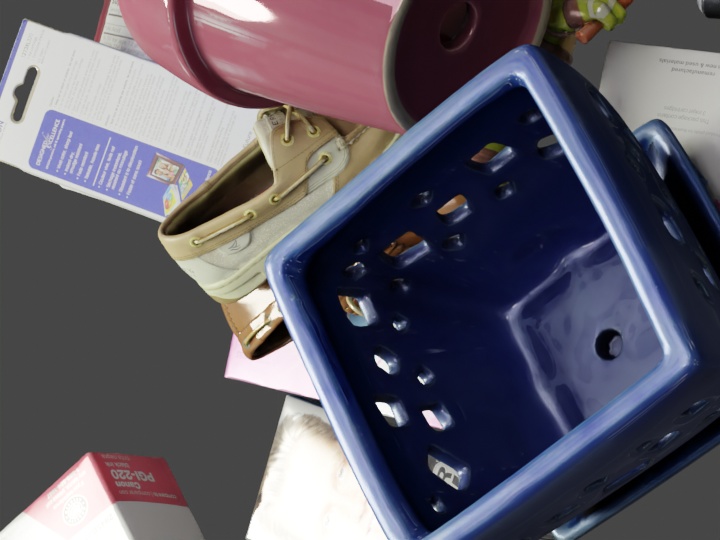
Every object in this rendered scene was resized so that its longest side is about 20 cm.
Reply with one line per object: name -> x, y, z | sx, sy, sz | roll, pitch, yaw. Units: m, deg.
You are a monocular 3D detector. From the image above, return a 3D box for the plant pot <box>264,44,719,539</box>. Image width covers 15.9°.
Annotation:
plant pot -> 0.100, 0.028, 1.338 | 0.200, 0.180, 0.200 | -38, 64, 25

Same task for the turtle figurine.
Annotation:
turtle figurine -> 0.100, -0.117, 1.444 | 0.064, 0.200, 0.161 | 22, 87, -8

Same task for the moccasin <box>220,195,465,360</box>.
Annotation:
moccasin -> -0.001, 0.000, 1.554 | 0.201, 0.074, 0.078 | -24, 74, 27

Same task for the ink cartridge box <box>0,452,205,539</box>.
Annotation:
ink cartridge box -> -0.160, 0.242, 1.706 | 0.146, 0.085, 0.200 | -42, 62, 23

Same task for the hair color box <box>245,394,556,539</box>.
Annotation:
hair color box -> 0.031, 0.153, 1.598 | 0.200, 0.061, 0.100 | 17, 91, 37

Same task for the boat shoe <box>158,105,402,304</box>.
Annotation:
boat shoe -> -0.038, -0.066, 1.528 | 0.200, 0.066, 0.074 | -46, 31, 10

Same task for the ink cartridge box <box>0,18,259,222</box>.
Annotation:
ink cartridge box -> -0.139, -0.086, 1.652 | 0.200, 0.037, 0.095 | 20, 92, 12

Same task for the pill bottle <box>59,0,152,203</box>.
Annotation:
pill bottle -> -0.125, -0.138, 1.728 | 0.114, 0.114, 0.200 | 16, 91, 36

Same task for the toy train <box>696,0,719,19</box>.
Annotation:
toy train -> 0.288, -0.171, 1.423 | 0.200, 0.087, 0.114 | 6, 68, 20

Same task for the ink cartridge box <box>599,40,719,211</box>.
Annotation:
ink cartridge box -> 0.204, -0.016, 1.462 | 0.125, 0.129, 0.200 | 10, 89, 36

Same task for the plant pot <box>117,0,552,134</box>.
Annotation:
plant pot -> -0.003, -0.162, 1.393 | 0.179, 0.200, 0.200 | 32, 101, 36

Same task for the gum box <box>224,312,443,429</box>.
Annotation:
gum box -> 0.010, 0.031, 1.630 | 0.200, 0.066, 0.114 | 11, 89, 37
